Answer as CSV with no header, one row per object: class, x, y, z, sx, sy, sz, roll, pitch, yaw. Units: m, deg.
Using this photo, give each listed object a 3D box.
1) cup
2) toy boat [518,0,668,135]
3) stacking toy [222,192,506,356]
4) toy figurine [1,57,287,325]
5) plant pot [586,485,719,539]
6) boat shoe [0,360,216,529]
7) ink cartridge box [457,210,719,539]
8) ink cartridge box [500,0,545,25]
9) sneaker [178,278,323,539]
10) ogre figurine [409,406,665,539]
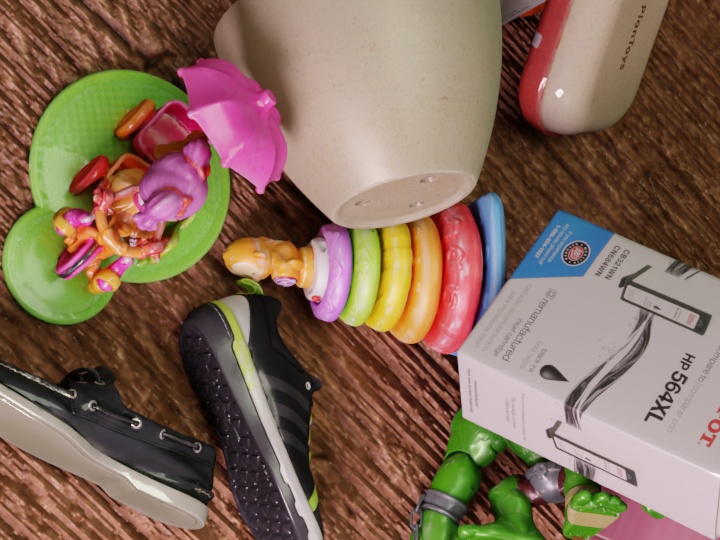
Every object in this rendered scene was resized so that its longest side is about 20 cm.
cup,0.014,-0.113,1.316,0.200,0.200,0.144,-5,71,-31
toy boat,0.158,-0.210,1.493,0.130,0.130,0.201,-10,122,-58
stacking toy,0.000,0.000,1.375,0.199,0.116,0.110,5,78,-18
toy figurine,-0.129,-0.063,1.254,0.150,0.184,0.200,45,62,-15
plant pot,0.254,0.143,1.442,0.200,0.200,0.179,33,80,-20
boat shoe,-0.172,0.096,1.261,0.199,0.074,0.066,32,64,-21
ink cartridge box,0.187,0.067,1.310,0.199,0.084,0.146,24,58,23
ink cartridge box,0.024,-0.253,1.405,0.199,0.144,0.146,-3,81,-31
sneaker,-0.052,0.102,1.330,0.083,0.072,0.201,-21,90,-33
ogre figurine,0.129,0.136,1.383,0.098,0.200,0.120,27,47,-35
